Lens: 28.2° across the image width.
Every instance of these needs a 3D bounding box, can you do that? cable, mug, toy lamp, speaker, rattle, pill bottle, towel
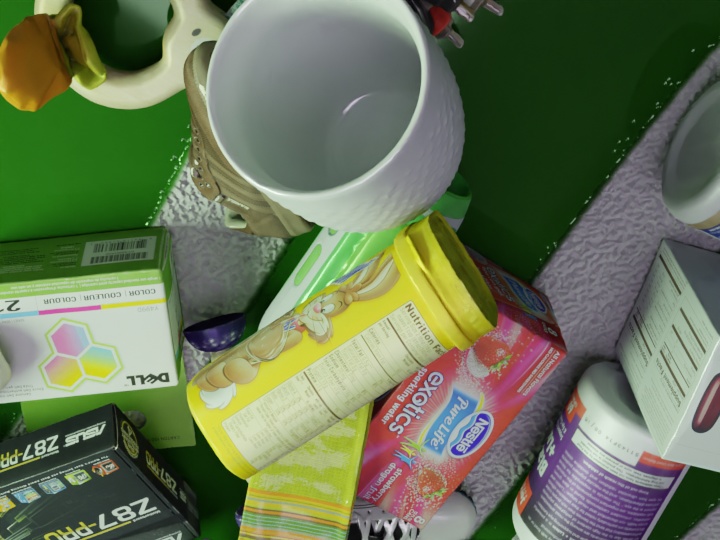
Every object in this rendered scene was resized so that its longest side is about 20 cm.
[{"bbox_3d":[0.014,-0.231,1.009,0.200,0.050,0.097,41,126,-9],"label":"cable"},{"bbox_3d":[-0.011,-0.123,0.956,0.146,0.175,0.202,-23,73,12],"label":"mug"},{"bbox_3d":[-0.088,0.136,1.139,0.058,0.058,0.202,-13,99,3],"label":"toy lamp"},{"bbox_3d":[0.000,0.000,1.092,0.088,0.089,0.201,29,112,-18],"label":"speaker"},{"bbox_3d":[-0.130,-0.157,0.973,0.198,0.143,0.132,12,98,-4],"label":"rattle"},{"bbox_3d":[0.336,-0.055,1.071,0.198,0.116,0.116,23,114,-16],"label":"pill bottle"},{"bbox_3d":[0.193,0.187,1.190,0.110,0.112,0.202,18,115,-13],"label":"pill bottle"},{"bbox_3d":[-0.041,0.150,1.095,0.085,0.018,0.202,8,109,-7],"label":"towel"}]

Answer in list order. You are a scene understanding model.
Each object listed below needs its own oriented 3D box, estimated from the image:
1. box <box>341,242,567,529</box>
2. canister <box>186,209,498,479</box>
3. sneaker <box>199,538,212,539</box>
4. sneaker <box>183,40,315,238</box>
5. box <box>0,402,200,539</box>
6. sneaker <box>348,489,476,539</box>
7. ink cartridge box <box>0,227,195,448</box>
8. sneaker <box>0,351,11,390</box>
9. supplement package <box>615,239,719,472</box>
[{"bbox_3d":[0.062,0.091,1.138,0.099,0.096,0.201,30,112,-19],"label":"box"},{"bbox_3d":[-0.011,0.050,0.982,0.199,0.149,0.087,-33,92,9],"label":"canister"},{"bbox_3d":[-0.097,0.284,1.227,0.088,0.081,0.201,-20,139,-4],"label":"sneaker"},{"bbox_3d":[-0.095,-0.081,1.017,0.075,0.071,0.201,-9,145,16],"label":"sneaker"},{"bbox_3d":[-0.252,0.194,1.165,0.198,0.049,0.162,-20,141,8],"label":"box"},{"bbox_3d":[0.003,0.218,1.214,0.197,0.073,0.073,1,116,-6],"label":"sneaker"},{"bbox_3d":[-0.210,0.078,1.121,0.146,0.076,0.202,-6,117,-1],"label":"ink cartridge box"},{"bbox_3d":[-0.351,0.098,1.079,0.199,0.084,0.075,-24,102,41],"label":"sneaker"},{"bbox_3d":[0.324,0.081,1.118,0.198,0.156,0.112,14,117,-12],"label":"supplement package"}]
